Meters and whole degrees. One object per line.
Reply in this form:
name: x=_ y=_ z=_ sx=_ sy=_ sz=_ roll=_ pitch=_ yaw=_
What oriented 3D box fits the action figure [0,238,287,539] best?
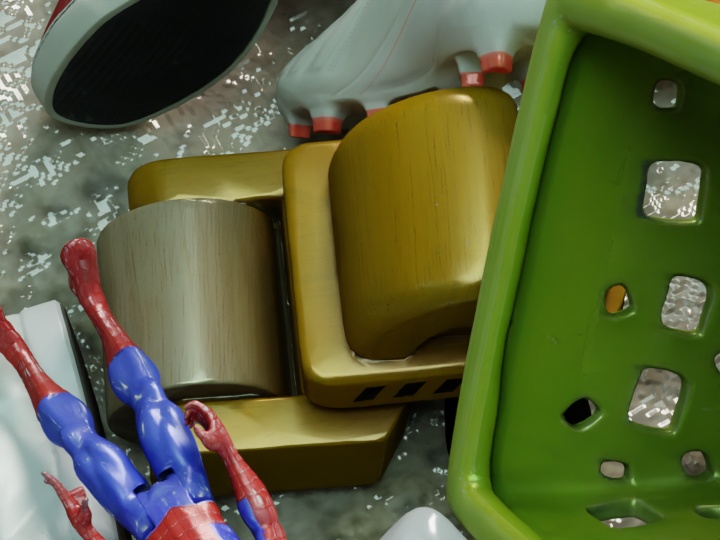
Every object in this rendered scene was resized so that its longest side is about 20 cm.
action figure: x=-0.073 y=0.078 z=1.035 sx=0.065 sy=0.052 sz=0.200 roll=-30 pitch=63 yaw=-10

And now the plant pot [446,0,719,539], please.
plant pot: x=0.162 y=0.024 z=0.954 sx=0.181 sy=0.199 sz=0.200 roll=4 pitch=106 yaw=-25

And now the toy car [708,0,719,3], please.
toy car: x=0.089 y=-0.166 z=1.179 sx=0.200 sy=0.184 sz=0.177 roll=44 pitch=70 yaw=-14

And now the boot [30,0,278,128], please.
boot: x=-0.078 y=-0.161 z=1.159 sx=0.072 sy=0.200 sz=0.144 roll=8 pitch=48 yaw=-36

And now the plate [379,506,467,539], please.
plate: x=0.018 y=0.217 z=1.000 sx=0.200 sy=0.032 sz=0.200 roll=49 pitch=111 yaw=19

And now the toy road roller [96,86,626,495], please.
toy road roller: x=0.000 y=0.000 z=1.091 sx=0.200 sy=0.146 sz=0.123 roll=-5 pitch=66 yaw=-3

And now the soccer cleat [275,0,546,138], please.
soccer cleat: x=0.029 y=-0.095 z=1.113 sx=0.069 sy=0.200 sz=0.078 roll=6 pitch=78 yaw=-27

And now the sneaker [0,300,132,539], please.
sneaker: x=-0.126 y=0.110 z=1.089 sx=0.085 sy=0.073 sz=0.200 roll=-16 pitch=56 yaw=-4
